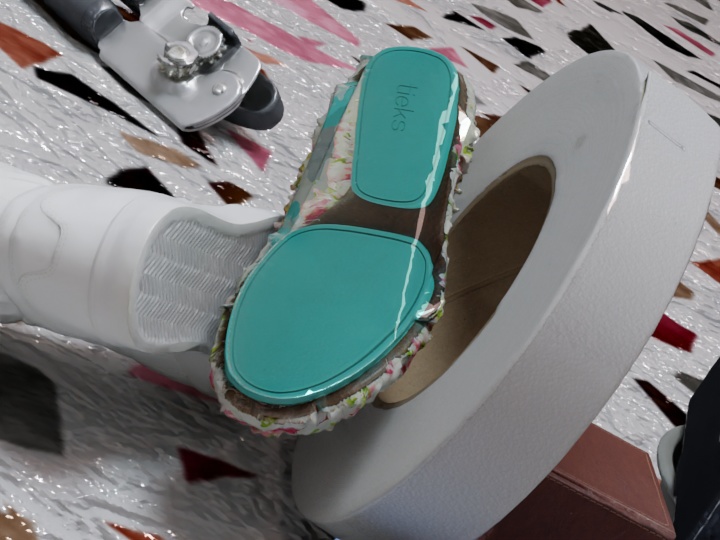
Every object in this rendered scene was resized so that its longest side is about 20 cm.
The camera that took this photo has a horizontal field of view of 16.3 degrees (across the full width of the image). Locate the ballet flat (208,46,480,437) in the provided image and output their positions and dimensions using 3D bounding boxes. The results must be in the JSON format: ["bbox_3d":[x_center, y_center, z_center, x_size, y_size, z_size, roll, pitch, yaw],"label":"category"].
[{"bbox_3d":[0.000,0.000,0.899,0.076,0.064,0.200,17,46,10],"label":"ballet flat"}]

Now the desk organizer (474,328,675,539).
[{"bbox_3d":[0.059,0.066,0.979,0.077,0.072,0.200,28,18,-13],"label":"desk organizer"}]

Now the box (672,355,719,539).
[{"bbox_3d":[0.238,0.089,0.995,0.196,0.124,0.200,32,18,-1],"label":"box"}]

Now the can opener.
[{"bbox_3d":[-0.122,-0.130,1.266,0.200,0.053,0.066,42,-13,26],"label":"can opener"}]

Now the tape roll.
[{"bbox_3d":[0.049,0.012,0.888,0.037,0.203,0.203,35,17,-15],"label":"tape roll"}]

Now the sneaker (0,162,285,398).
[{"bbox_3d":[-0.095,-0.003,0.914,0.115,0.074,0.200,14,-7,18],"label":"sneaker"}]

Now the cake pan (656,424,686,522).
[{"bbox_3d":[0.203,0.138,1.061,0.200,0.037,0.200,27,18,-10],"label":"cake pan"}]

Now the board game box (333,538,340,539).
[{"bbox_3d":[0.089,0.165,0.815,0.200,0.037,0.151,19,21,-28],"label":"board game box"}]
